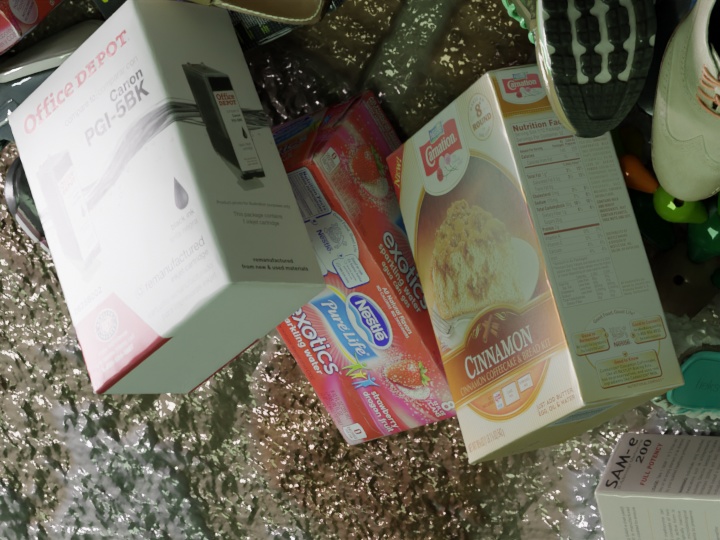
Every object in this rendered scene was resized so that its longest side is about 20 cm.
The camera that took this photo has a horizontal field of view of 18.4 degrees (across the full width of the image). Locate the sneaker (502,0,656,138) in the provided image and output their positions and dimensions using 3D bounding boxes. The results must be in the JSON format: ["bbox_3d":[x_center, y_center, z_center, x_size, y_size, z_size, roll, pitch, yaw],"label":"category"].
[{"bbox_3d":[0.110,-0.163,1.272,0.076,0.201,0.089,-1,160,-24],"label":"sneaker"}]

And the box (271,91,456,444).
[{"bbox_3d":[0.000,0.000,1.444,0.099,0.096,0.201,-18,112,35],"label":"box"}]

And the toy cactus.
[{"bbox_3d":[0.209,-0.025,1.356,0.199,0.103,0.165,26,148,5],"label":"toy cactus"}]

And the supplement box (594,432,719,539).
[{"bbox_3d":[0.265,0.178,1.459,0.199,0.074,0.127,1,122,25],"label":"supplement box"}]

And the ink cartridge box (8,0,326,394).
[{"bbox_3d":[-0.123,-0.044,1.362,0.147,0.083,0.201,-38,63,37],"label":"ink cartridge box"}]

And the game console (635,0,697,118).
[{"bbox_3d":[0.255,-0.151,1.208,0.199,0.117,0.176,16,158,14],"label":"game console"}]

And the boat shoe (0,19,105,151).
[{"bbox_3d":[-0.217,-0.115,1.484,0.199,0.073,0.062,-14,110,48],"label":"boat shoe"}]

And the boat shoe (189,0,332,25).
[{"bbox_3d":[-0.112,-0.193,1.335,0.199,0.074,0.076,23,128,10],"label":"boat shoe"}]

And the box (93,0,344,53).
[{"bbox_3d":[-0.117,-0.227,1.392,0.160,0.044,0.201,-21,110,35],"label":"box"}]

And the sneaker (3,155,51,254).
[{"bbox_3d":[-0.132,-0.032,1.485,0.199,0.076,0.115,32,149,-22],"label":"sneaker"}]

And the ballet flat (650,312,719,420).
[{"bbox_3d":[0.230,0.061,1.371,0.072,0.072,0.199,-24,150,35],"label":"ballet flat"}]

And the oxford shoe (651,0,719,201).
[{"bbox_3d":[0.195,-0.111,1.204,0.070,0.074,0.201,22,129,11],"label":"oxford shoe"}]

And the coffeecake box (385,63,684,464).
[{"bbox_3d":[0.099,-0.003,1.325,0.153,0.073,0.201,-38,65,62],"label":"coffeecake box"}]

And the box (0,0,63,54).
[{"bbox_3d":[-0.290,-0.169,1.478,0.199,0.100,0.096,-28,106,37],"label":"box"}]
